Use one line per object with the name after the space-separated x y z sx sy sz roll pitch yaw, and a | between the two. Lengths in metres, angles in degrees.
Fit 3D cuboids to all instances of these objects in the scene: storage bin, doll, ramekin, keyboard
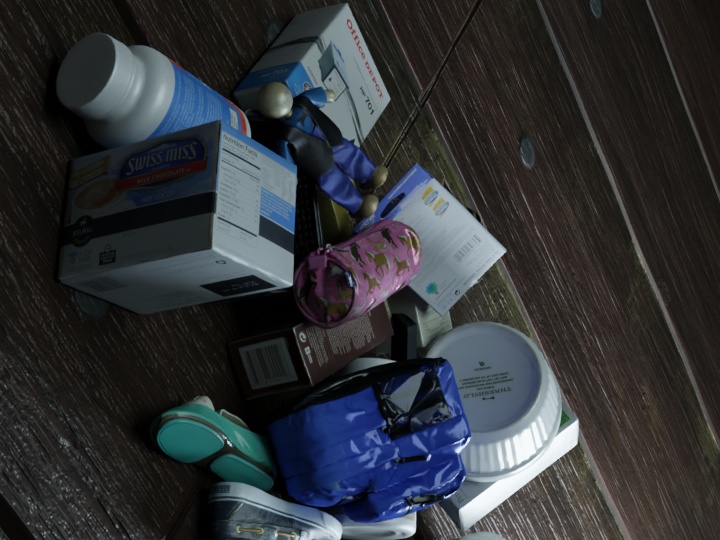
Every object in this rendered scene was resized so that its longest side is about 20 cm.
-0.121 -0.069 1.675 0.135 0.093 0.202 0 83 -59 | storage bin
-0.048 -0.145 1.679 0.200 0.048 0.138 40 58 -39 | doll
0.156 0.157 1.900 0.095 0.200 0.204 75 22 -57 | ramekin
0.061 0.159 1.863 0.127 0.020 0.202 -132 -140 -68 | keyboard

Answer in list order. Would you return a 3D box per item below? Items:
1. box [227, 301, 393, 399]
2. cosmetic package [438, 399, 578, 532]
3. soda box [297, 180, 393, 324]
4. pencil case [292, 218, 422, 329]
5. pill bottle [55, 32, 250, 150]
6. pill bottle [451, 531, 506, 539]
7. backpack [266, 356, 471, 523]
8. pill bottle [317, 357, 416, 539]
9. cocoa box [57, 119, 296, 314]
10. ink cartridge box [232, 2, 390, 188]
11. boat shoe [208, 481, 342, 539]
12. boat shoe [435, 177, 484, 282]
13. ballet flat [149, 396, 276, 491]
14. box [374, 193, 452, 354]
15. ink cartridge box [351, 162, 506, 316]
-0.055 0.080 1.732 0.200 0.099 0.076 -30 103 -56 | box
0.177 0.233 1.956 0.199 0.108 0.085 -36 152 -14 | cosmetic package
-0.025 -0.013 1.844 0.068 0.064 0.202 -33 110 -57 | soda box
0.000 0.000 1.692 0.083 0.087 0.200 43 27 10 | pencil case
-0.212 -0.161 1.529 0.200 0.111 0.113 32 55 -50 | pill bottle
0.121 0.406 1.920 0.199 0.113 0.116 1 81 -58 | pill bottle
0.007 0.192 1.638 0.198 0.163 0.169 -13 78 -21 | backpack
0.010 0.213 1.786 0.119 0.119 0.202 28 58 -52 | pill bottle
-0.178 -0.048 1.471 0.133 0.198 0.133 28 58 -52 | cocoa box
-0.056 -0.212 1.829 0.147 0.085 0.201 63 37 -27 | ink cartridge box
-0.098 0.301 1.641 0.200 0.070 0.092 29 59 -45 | boat shoe
0.120 -0.046 1.931 0.200 0.072 0.073 50 41 -43 | boat shoe
-0.160 0.174 1.584 0.200 0.067 0.071 40 26 -48 | ballet flat
0.051 0.000 1.951 0.095 0.077 0.202 -15 95 -59 | box
0.080 -0.042 1.845 0.200 0.119 0.042 41 6 -40 | ink cartridge box
